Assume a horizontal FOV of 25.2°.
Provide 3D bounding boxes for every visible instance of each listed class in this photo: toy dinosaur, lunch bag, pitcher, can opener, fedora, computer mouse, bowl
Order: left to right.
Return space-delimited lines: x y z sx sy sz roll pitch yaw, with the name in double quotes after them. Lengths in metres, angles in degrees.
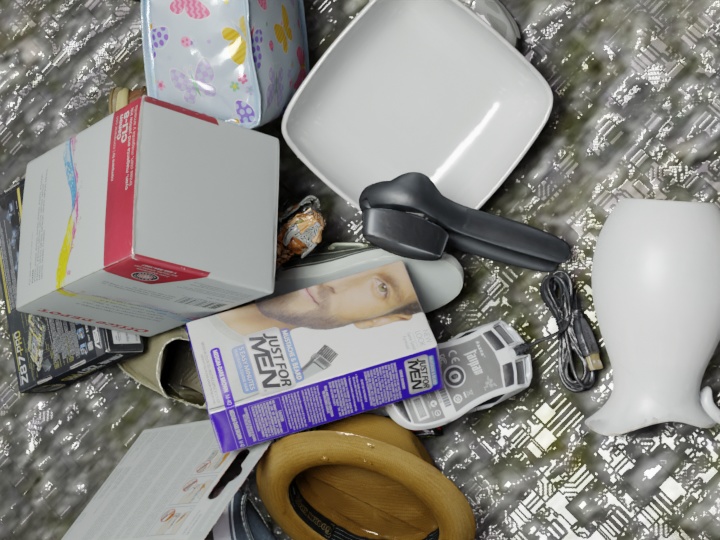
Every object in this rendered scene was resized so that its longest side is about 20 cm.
-0.124 -0.232 1.435 0.127 0.170 0.200 0 104 14 "lunch bag"
-0.119 -0.022 1.477 0.200 0.102 0.136 -15 49 13 "toy dinosaur"
0.010 0.187 1.427 0.200 0.201 0.082 2 44 17 "fedora"
0.048 -0.145 1.456 0.200 0.075 0.200 38 98 -14 "bowl"
0.090 -0.034 1.428 0.200 0.063 0.079 14 78 -20 "can opener"
0.111 0.082 1.434 0.200 0.044 0.110 -20 82 -6 "computer mouse"
0.282 0.041 1.378 0.171 0.121 0.200 3 93 -3 "pitcher"

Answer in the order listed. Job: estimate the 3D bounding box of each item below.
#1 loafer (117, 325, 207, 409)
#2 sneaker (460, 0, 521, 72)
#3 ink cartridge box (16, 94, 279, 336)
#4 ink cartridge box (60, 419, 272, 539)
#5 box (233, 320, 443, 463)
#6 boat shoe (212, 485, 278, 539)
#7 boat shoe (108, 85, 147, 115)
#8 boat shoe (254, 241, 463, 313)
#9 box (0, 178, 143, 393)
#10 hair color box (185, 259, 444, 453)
-0.168 0.082 1.495 0.200 0.068 0.076 15 94 40 "loafer"
0.060 -0.263 1.479 0.076 0.115 0.201 -46 73 6 "sneaker"
-0.186 -0.039 1.392 0.200 0.145 0.145 -20 63 47 "ink cartridge box"
-0.158 0.200 1.426 0.200 0.160 0.047 -11 121 41 "ink cartridge box"
-0.030 0.112 1.492 0.200 0.035 0.110 -9 80 15 "box"
-0.061 0.272 1.432 0.091 0.071 0.200 -14 109 15 "boat shoe"
-0.199 -0.081 1.552 0.067 0.072 0.200 -6 86 1 "boat shoe"
0.000 0.000 1.479 0.200 0.071 0.064 -5 38 19 "boat shoe"
-0.285 0.003 1.542 0.161 0.049 0.200 -24 73 42 "box"
-0.040 0.073 1.384 0.200 0.065 0.109 -16 47 -6 "hair color box"
